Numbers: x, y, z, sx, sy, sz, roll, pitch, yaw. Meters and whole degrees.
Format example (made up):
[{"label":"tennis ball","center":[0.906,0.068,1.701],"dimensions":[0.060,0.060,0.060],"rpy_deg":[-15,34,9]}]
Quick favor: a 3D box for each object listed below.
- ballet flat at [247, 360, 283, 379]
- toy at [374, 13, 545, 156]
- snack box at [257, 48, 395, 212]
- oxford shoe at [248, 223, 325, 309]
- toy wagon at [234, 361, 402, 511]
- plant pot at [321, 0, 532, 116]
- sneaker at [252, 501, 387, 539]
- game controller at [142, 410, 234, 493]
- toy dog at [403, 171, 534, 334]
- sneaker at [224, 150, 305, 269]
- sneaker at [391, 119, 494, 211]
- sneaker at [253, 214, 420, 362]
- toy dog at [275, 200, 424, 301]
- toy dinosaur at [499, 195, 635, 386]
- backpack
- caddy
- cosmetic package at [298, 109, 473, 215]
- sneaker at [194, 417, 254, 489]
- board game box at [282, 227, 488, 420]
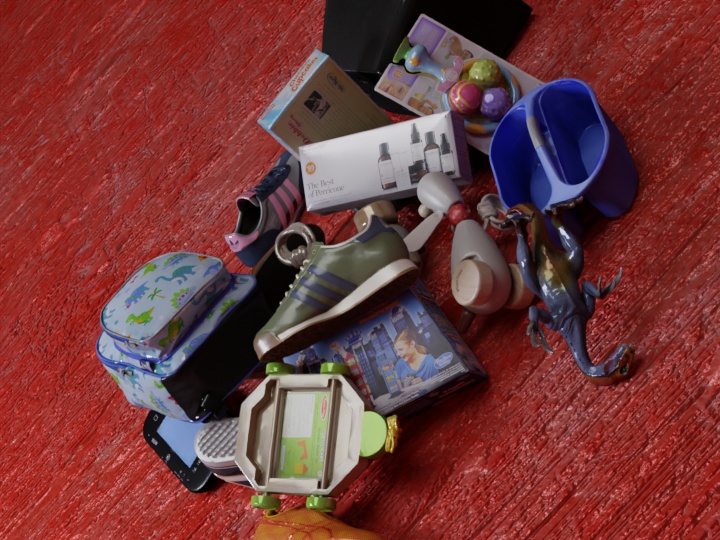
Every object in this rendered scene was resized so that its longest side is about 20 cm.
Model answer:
[{"label":"ballet flat","center":[-0.175,0.113,1.835],"dimensions":[0.199,0.072,0.068],"rpy_deg":[-6,68,27]},{"label":"toy","center":[0.129,-0.219,1.740],"dimensions":[0.199,0.047,0.116],"rpy_deg":[30,77,10]},{"label":"snack box","center":[-0.024,-0.167,1.832],"dimensions":[0.116,0.200,0.037],"rpy_deg":[-51,37,-3]},{"label":"oxford shoe","center":[-0.124,0.014,1.890],"dimensions":[0.200,0.071,0.071],"rpy_deg":[-49,31,2]},{"label":"toy wagon","center":[-0.042,0.176,1.555],"dimensions":[0.199,0.040,0.157],"rpy_deg":[-2,73,28]},{"label":"plant pot","center":[0.063,-0.305,1.888],"dimensions":[0.199,0.199,0.179],"rpy_deg":[16,80,52]},{"label":"sneaker","center":[-0.045,0.277,1.554],"dimensions":[0.199,0.073,0.078],"rpy_deg":[-4,56,45]},{"label":"game controller","center":[-0.212,0.200,1.834],"dimensions":[0.105,0.042,0.200],"rpy_deg":[-52,34,-3]},{"label":"toy dog","center":[0.111,-0.010,1.622],"dimensions":[0.097,0.131,0.201],"rpy_deg":[-55,25,29]},{"label":"sneaker","center":[-0.124,-0.097,1.977],"dimensions":[0.070,0.082,0.201],"rpy_deg":[-15,47,39]},{"label":"sneaker","center":[0.096,-0.135,1.786],"dimensions":[0.200,0.066,0.091],"rpy_deg":[-42,34,4]},{"label":"sneaker","center":[-0.038,0.014,1.577],"dimensions":[0.199,0.067,0.090],"rpy_deg":[-30,70,11]},{"label":"toy dog","center":[0.000,0.000,1.745],"dimensions":[0.199,0.096,0.133],"rpy_deg":[-14,73,35]},{"label":"toy dinosaur","center":[0.217,0.022,1.476],"dimensions":[0.104,0.183,0.200],"rpy_deg":[-19,9,11]},{"label":"backpack","center":[-0.216,0.069,1.726],"dimensions":[0.199,0.147,0.183],"rpy_deg":[3,44,48]},{"label":"caddy","center":[0.217,-0.124,1.612],"dimensions":[0.141,0.105,0.201],"rpy_deg":[-35,38,21]},{"label":"cosmetic package","center":[0.028,-0.126,1.733],"dimensions":[0.199,0.051,0.083],"rpy_deg":[-12,80,23]},{"label":"sneaker","center":[-0.084,0.203,1.672],"dimensions":[0.198,0.080,0.079],"rpy_deg":[-2,59,16]},{"label":"board game box","center":[0.012,0.069,1.613],"dimensions":[0.199,0.062,0.201],"rpy_deg":[-29,67,20]}]
